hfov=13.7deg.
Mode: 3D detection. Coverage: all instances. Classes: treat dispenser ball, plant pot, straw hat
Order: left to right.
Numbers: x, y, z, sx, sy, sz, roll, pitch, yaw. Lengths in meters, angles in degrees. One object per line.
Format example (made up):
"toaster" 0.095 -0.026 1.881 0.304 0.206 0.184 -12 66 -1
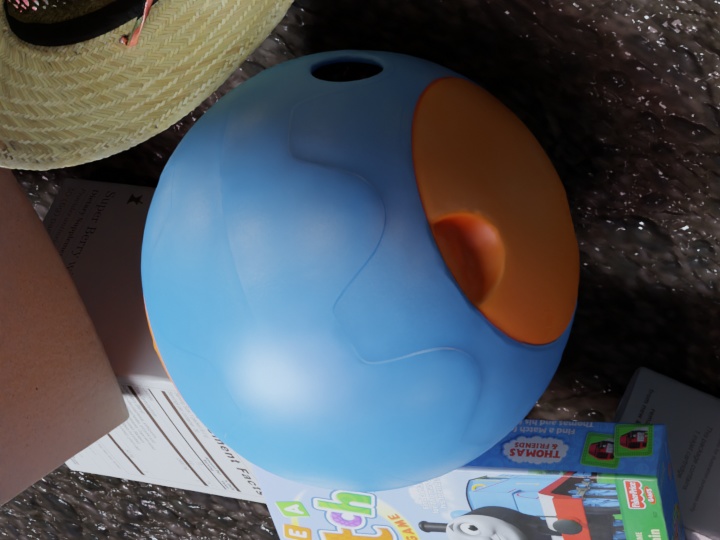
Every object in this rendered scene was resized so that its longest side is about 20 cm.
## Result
"plant pot" -0.261 0.022 1.457 0.199 0.200 0.177 3 113 33
"straw hat" -0.122 -0.145 1.315 0.085 0.201 0.201 53 167 33
"treat dispenser ball" 0.000 0.000 1.364 0.200 0.201 0.201 20 151 12

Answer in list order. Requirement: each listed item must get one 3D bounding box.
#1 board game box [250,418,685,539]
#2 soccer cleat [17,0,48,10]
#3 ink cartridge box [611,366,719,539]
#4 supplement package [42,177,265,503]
"board game box" 0.058 0.125 1.480 0.199 0.037 0.151 2 144 15
"soccer cleat" -0.187 -0.190 1.352 0.076 0.067 0.200 17 153 25
"ink cartridge box" 0.210 0.149 1.560 0.200 0.086 0.148 22 151 6
"supplement package" -0.075 0.039 1.570 0.200 0.121 0.120 6 148 31
